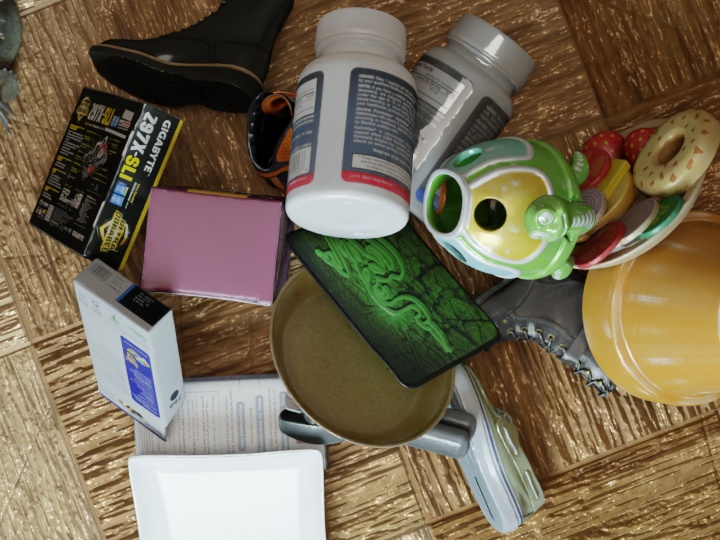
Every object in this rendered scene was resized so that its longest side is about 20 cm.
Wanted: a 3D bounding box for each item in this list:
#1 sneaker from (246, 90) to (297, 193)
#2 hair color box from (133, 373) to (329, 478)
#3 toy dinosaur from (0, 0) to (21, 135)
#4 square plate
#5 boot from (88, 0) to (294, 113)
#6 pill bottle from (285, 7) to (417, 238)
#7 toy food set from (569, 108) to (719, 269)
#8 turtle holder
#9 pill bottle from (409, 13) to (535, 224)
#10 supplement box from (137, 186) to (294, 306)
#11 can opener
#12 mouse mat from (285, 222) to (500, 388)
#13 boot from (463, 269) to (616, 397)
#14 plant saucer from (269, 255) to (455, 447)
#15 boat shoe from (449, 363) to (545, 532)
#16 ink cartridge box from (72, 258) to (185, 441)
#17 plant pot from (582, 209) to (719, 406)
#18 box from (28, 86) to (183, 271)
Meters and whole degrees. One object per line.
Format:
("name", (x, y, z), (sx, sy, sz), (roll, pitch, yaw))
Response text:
("sneaker", (-0.044, -0.176, 1.407), (0.077, 0.112, 0.201), (29, 89, 26))
("hair color box", (-0.135, 0.161, 1.437), (0.199, 0.061, 0.100), (-3, 89, 2))
("toy dinosaur", (-0.402, -0.248, 1.454), (0.102, 0.077, 0.201), (9, 84, -10))
("square plate", (-0.132, 0.269, 1.419), (0.197, 0.028, 0.201), (-3, 116, 1))
("boot", (-0.175, -0.247, 1.451), (0.199, 0.078, 0.139), (15, 66, 16))
("pill bottle", (-0.005, -0.143, 1.316), (0.119, 0.120, 0.201), (5, 72, 1))
("toy food set", (0.261, -0.081, 1.370), (0.049, 0.200, 0.198), (43, 76, -29))
("turtle holder", (0.143, -0.051, 1.313), (0.131, 0.186, 0.141), (3, 125, -29))
("pill bottle", (0.086, -0.157, 1.411), (0.114, 0.114, 0.200), (36, 90, 2))
("supplement box", (-0.138, -0.029, 1.368), (0.130, 0.200, 0.104), (7, 94, 0))
("can opener", (0.016, 0.150, 1.372), (0.199, 0.053, 0.067), (10, 128, 14))
("mouse mat", (0.034, 0.017, 1.351), (0.200, 0.161, 0.008), (49, 133, 16))
("boot", (0.196, 0.072, 1.426), (0.174, 0.069, 0.200), (40, 88, 2))
("plant saucer", (-0.003, 0.083, 1.327), (0.199, 0.035, 0.201), (13, 58, -22))
("boat shoe", (0.132, 0.175, 1.420), (0.062, 0.072, 0.201), (-29, 109, -22))
("ink cartridge box", (-0.223, 0.081, 1.340), (0.099, 0.201, 0.039), (32, 57, 19))
("plant pot", (0.349, 0.039, 1.336), (0.199, 0.183, 0.202), (-1, 92, -20))
("box", (-0.262, -0.097, 1.379), (0.049, 0.200, 0.160), (24, 88, -31))
